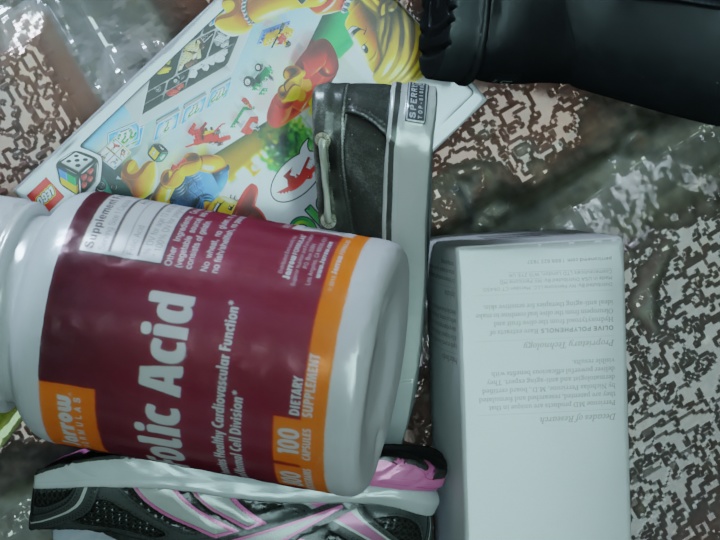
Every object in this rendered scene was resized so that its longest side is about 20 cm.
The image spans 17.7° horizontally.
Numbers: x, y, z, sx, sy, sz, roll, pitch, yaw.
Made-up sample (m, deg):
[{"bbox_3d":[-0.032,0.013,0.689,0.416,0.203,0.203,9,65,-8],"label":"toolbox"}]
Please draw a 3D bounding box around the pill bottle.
[{"bbox_3d":[-0.086,0.028,1.019,0.199,0.114,0.115,9,92,9],"label":"pill bottle"}]

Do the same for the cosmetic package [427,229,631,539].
[{"bbox_3d":[0.078,0.083,1.108,0.084,0.108,0.201,-3,95,-7],"label":"cosmetic package"}]

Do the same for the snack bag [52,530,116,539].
[{"bbox_3d":[-0.054,0.184,1.099,0.188,0.021,0.201,-1,67,-6],"label":"snack bag"}]

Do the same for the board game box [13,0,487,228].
[{"bbox_3d":[-0.053,-0.061,1.122,0.200,0.035,0.126,-44,97,-3],"label":"board game box"}]

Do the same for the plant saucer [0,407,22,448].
[{"bbox_3d":[-0.279,0.059,1.096,0.199,0.048,0.200,39,89,-7],"label":"plant saucer"}]

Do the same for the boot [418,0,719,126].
[{"bbox_3d":[0.119,-0.175,1.106,0.167,0.076,0.201,5,92,-16],"label":"boot"}]

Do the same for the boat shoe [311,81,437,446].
[{"bbox_3d":[0.000,0.000,1.092,0.063,0.071,0.201,4,120,3],"label":"boat shoe"}]

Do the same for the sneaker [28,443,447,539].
[{"bbox_3d":[-0.061,0.125,1.076,0.199,0.080,0.087,1,91,9],"label":"sneaker"}]
